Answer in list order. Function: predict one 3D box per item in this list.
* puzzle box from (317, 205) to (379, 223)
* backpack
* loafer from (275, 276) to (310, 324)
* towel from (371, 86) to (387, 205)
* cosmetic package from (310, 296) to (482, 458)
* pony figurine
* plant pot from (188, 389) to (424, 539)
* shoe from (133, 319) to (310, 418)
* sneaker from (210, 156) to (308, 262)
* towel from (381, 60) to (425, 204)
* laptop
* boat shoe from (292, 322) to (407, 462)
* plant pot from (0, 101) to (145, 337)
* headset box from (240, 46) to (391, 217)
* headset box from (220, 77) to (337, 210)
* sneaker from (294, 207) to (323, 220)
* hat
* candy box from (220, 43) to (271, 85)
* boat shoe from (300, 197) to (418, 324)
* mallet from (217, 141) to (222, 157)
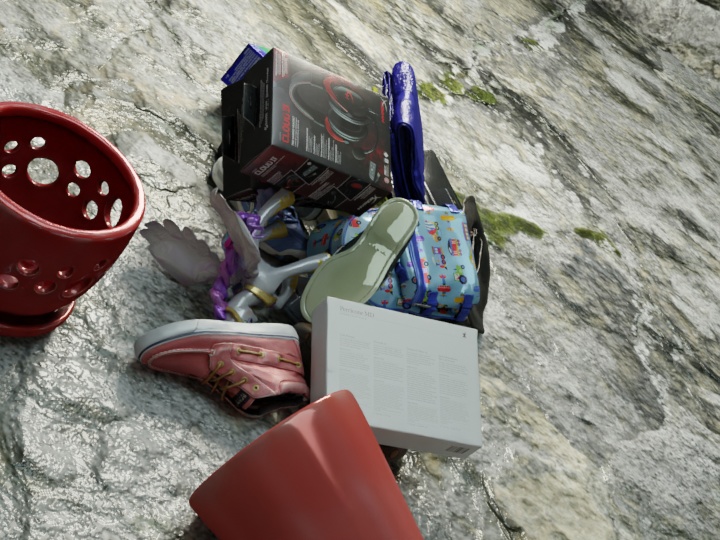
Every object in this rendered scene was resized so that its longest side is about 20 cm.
[{"bbox_3d":[0.015,-0.076,1.938,0.199,0.025,0.133,11,40,-38],"label":"puzzle box"},{"bbox_3d":[0.036,-0.006,1.726,0.199,0.134,0.183,8,64,-30],"label":"backpack"},{"bbox_3d":[-0.029,0.075,1.633,0.200,0.063,0.072,29,54,33],"label":"loafer"},{"bbox_3d":[0.026,-0.173,1.803,0.018,0.086,0.200,-8,31,9],"label":"towel"},{"bbox_3d":[0.041,0.124,1.514,0.199,0.052,0.151,14,61,-22],"label":"cosmetic package"},{"bbox_3d":[-0.140,-0.016,1.573,0.200,0.166,0.194,-43,107,-43],"label":"pony figurine"},{"bbox_3d":[-0.039,0.243,1.290,0.178,0.200,0.200,53,33,12],"label":"plant pot"},{"bbox_3d":[-0.149,0.111,1.460,0.199,0.072,0.091,1,57,-33],"label":"shoe"},{"bbox_3d":[-0.127,-0.094,1.763,0.076,0.077,0.200,-9,55,-53],"label":"sneaker"},{"bbox_3d":[0.059,-0.189,1.851,0.049,0.148,0.200,-5,34,6],"label":"towel"},{"bbox_3d":[0.081,-0.133,1.931,0.199,0.103,0.178,-6,59,-33],"label":"laptop"},{"bbox_3d":[-0.013,0.141,1.567,0.200,0.076,0.072,49,27,4],"label":"boat shoe"},{"bbox_3d":[-0.346,-0.042,1.355,0.200,0.183,0.201,26,31,-17],"label":"plant pot"},{"bbox_3d":[-0.062,-0.171,1.619,0.199,0.075,0.149,20,54,-31],"label":"headset box"},{"bbox_3d":[-0.094,-0.163,1.709,0.199,0.077,0.150,5,79,-35],"label":"headset box"},{"bbox_3d":[-0.099,-0.174,1.817,0.121,0.083,0.201,8,79,-51],"label":"sneaker"},{"bbox_3d":[0.131,-0.004,1.871,0.081,0.201,0.201,-4,27,14],"label":"hat"},{"bbox_3d":[-0.091,-0.246,1.975,0.200,0.077,0.169,42,13,6],"label":"candy box"},{"bbox_3d":[-0.002,-0.002,1.620,0.074,0.066,0.200,32,69,9],"label":"boat shoe"},{"bbox_3d":[-0.111,-0.173,1.900,0.199,0.066,0.041,9,38,-40],"label":"mallet"}]
